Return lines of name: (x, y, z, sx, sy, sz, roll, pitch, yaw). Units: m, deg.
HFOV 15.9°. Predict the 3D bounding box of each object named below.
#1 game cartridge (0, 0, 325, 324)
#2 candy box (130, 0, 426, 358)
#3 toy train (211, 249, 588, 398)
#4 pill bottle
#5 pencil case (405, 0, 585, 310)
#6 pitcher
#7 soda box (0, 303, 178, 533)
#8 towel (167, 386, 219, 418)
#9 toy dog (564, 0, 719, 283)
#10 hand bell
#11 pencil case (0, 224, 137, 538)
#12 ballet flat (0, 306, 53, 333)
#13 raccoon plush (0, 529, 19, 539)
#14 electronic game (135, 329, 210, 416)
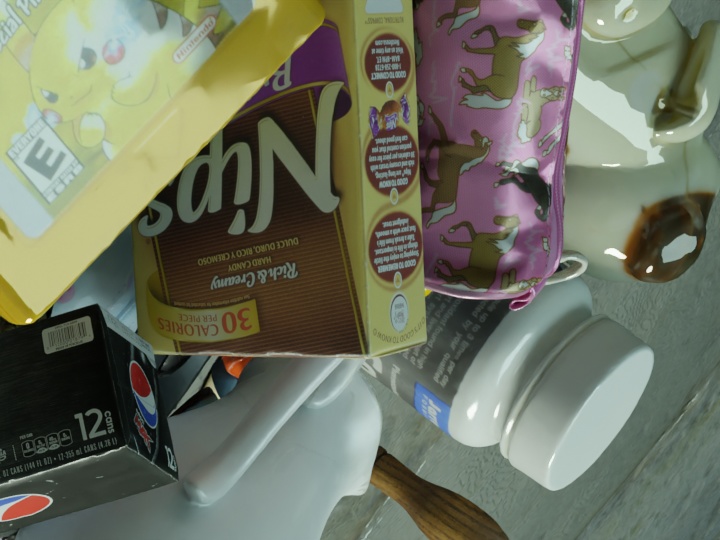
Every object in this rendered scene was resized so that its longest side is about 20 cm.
game cartridge: (-0.123, -0.107, 0.935, 0.176, 0.032, 0.200, -48, 127, -15)
candy box: (-0.037, -0.065, 1.074, 0.056, 0.117, 0.200, -13, 101, -59)
toy train: (0.000, 0.000, 1.236, 0.200, 0.056, 0.150, -22, 161, 17)
pill bottle: (0.055, 0.025, 1.415, 0.114, 0.200, 0.114, -43, 157, -24)
pencil case: (0.053, -0.087, 1.094, 0.083, 0.087, 0.200, -2, 107, -34)
pitcher: (-0.065, 0.102, 1.157, 0.200, 0.121, 0.172, -43, 165, -39)
soda box: (-0.181, 0.078, 1.050, 0.200, 0.063, 0.071, -16, 160, 9)
towel: (-0.106, 0.172, 1.251, 0.200, 0.022, 0.147, -40, 114, -32)
toy dog: (0.127, -0.087, 1.347, 0.194, 0.140, 0.200, -43, 123, -32)
hand bell: (0.012, 0.114, 1.465, 0.104, 0.200, 0.104, -44, 158, -23)
pencil case: (-0.155, 0.041, 1.141, 0.083, 0.091, 0.200, 36, 84, -35)
ballet flat: (-0.143, -0.040, 1.029, 0.064, 0.076, 0.200, -1, 125, -27)
raccoon plush: (-0.163, 0.157, 1.255, 0.097, 0.134, 0.200, -56, 159, 10)
electronic game: (-0.090, 0.016, 1.277, 0.200, 0.042, 0.200, -58, 175, -8)
